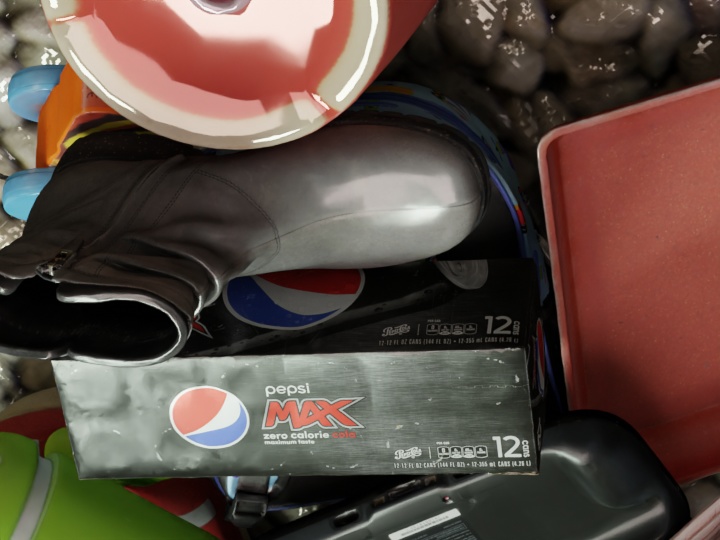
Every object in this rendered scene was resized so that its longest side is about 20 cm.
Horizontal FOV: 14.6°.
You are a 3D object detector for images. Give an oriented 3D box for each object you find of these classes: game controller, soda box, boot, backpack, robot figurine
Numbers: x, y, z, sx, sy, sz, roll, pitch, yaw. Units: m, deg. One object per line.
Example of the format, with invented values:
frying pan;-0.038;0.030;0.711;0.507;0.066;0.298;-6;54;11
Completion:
game controller;0.044;0.124;1.250;0.200;0.042;0.104;-24;123;18
soda box;-0.023;0.041;1.180;0.199;0.063;0.071;-2;126;9
boot;-0.054;-0.004;1.124;0.199;0.132;0.070;-5;116;19
backpack;0.000;0.000;1.268;0.182;0.135;0.200;-7;123;12
robot figurine;-0.135;0.151;1.289;0.200;0.176;0.116;30;144;-13

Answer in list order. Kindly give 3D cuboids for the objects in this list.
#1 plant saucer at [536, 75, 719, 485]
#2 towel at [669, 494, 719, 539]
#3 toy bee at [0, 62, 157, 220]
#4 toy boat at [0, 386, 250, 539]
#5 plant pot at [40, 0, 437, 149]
plant saucer;0.173;-0.009;1.245;0.200;0.037;0.200;-18;123;-13
towel;0.180;0.162;1.295;0.032;0.191;0.200;40;161;33
toy bee;-0.114;-0.058;1.291;0.108;0.200;0.131;8;92;-26
toy boat;-0.129;0.158;1.408;0.130;0.131;0.200;-10;120;18
plant pot;-0.042;-0.154;1.154;0.200;0.177;0.201;6;123;9
